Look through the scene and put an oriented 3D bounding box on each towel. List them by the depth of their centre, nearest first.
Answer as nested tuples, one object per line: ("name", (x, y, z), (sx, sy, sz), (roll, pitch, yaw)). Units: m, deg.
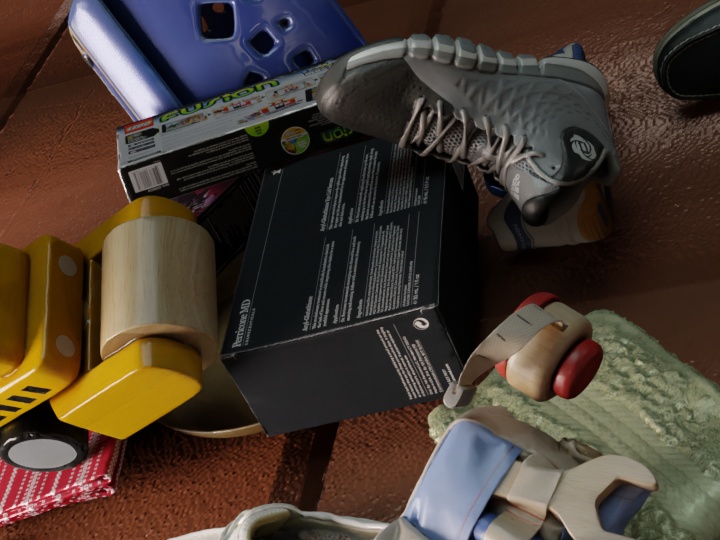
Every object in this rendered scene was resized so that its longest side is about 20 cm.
("towel", (0.135, 0.098, 0.751), (0.148, 0.037, 0.200), (-35, 36, -10))
("towel", (-0.239, 0.127, 0.949), (0.200, 0.022, 0.145), (-21, 35, 20))

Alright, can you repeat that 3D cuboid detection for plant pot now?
("plant pot", (-0.065, 0.047, 0.955), (0.200, 0.027, 0.200), (-17, 37, 13))
("plant pot", (-0.128, -0.193, 1.118), (0.180, 0.200, 0.200), (-38, 10, -5))

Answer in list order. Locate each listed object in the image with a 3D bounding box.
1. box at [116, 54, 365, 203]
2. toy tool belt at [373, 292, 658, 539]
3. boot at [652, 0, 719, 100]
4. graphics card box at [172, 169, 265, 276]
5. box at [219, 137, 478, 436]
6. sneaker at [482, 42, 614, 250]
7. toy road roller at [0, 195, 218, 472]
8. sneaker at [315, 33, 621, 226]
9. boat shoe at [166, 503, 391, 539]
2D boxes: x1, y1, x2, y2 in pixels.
("box", (-0.077, -0.106, 0.986), (0.200, 0.035, 0.110), (-18, 23, -3))
("toy tool belt", (0.089, 0.125, 0.637), (0.123, 0.125, 0.200), (32, 102, 26))
("boot", (0.303, -0.136, 0.903), (0.203, 0.074, 0.154), (-13, 32, 13))
("graphics card box", (-0.158, -0.010, 1.029), (0.125, 0.051, 0.200), (-9, 29, 37))
("box", (0.000, 0.000, 0.881), (0.141, 0.079, 0.200), (-12, 37, 16))
("sneaker", (0.128, -0.093, 0.967), (0.088, 0.075, 0.200), (-14, 36, 19))
("toy road roller", (-0.195, 0.032, 0.830), (0.200, 0.146, 0.123), (-30, 51, 32))
("sneaker", (0.076, -0.081, 0.842), (0.200, 0.075, 0.116), (-1, 56, -17))
("boat shoe", (-0.051, 0.161, 0.760), (0.200, 0.069, 0.071), (-8, 41, 26))
